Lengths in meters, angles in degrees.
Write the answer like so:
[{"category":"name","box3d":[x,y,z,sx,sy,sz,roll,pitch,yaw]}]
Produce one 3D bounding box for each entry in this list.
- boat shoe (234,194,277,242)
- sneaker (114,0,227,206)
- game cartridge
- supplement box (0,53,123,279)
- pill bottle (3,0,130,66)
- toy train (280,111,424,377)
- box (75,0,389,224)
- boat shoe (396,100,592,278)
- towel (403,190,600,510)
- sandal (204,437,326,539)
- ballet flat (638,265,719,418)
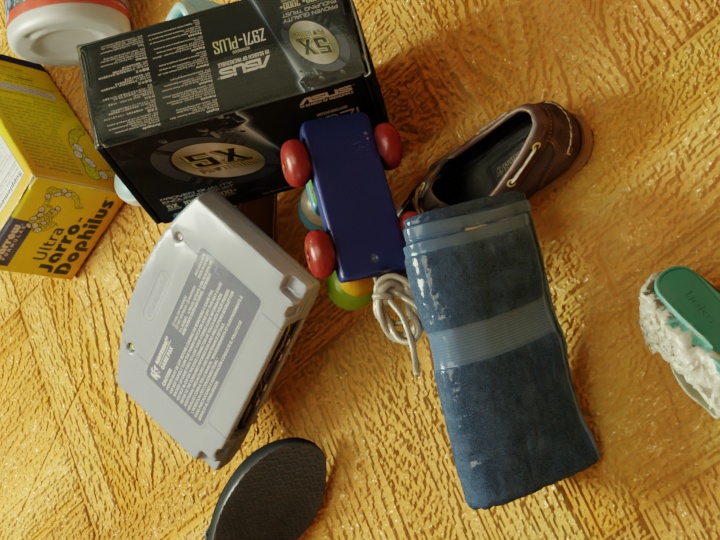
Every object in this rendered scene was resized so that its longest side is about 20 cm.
[{"category":"boat shoe","box3d":[-0.093,0.013,1.251,0.074,0.076,0.201,21,106,35]},{"category":"sneaker","box3d":[-0.177,-0.149,1.333,0.074,0.082,0.200,41,110,38]},{"category":"game cartridge","box3d":[-0.118,0.043,1.194,0.133,0.041,0.200,39,125,16]},{"category":"supplement box","box3d":[-0.322,-0.101,1.435,0.109,0.109,0.200,-53,54,23]},{"category":"pill bottle","box3d":[-0.275,-0.299,1.418,0.111,0.111,0.201,-20,71,37]},{"category":"toy train","box3d":[0.000,0.000,1.104,0.116,0.084,0.201,110,147,-67]},{"category":"box","box3d":[-0.085,-0.122,1.144,0.199,0.164,0.086,-15,71,3]},{"category":"boat shoe","box3d":[0.073,-0.055,1.113,0.200,0.070,0.071,-43,62,30]},{"category":"towel","box3d":[0.092,0.052,1.029,0.048,0.111,0.201,-12,92,47]},{"category":"sandal","box3d":[-0.093,0.212,1.223,0.200,0.076,0.043,-62,25,15]},{"category":"ballet flat","box3d":[0.243,0.078,0.960,0.072,0.072,0.200,-53,52,22]}]
